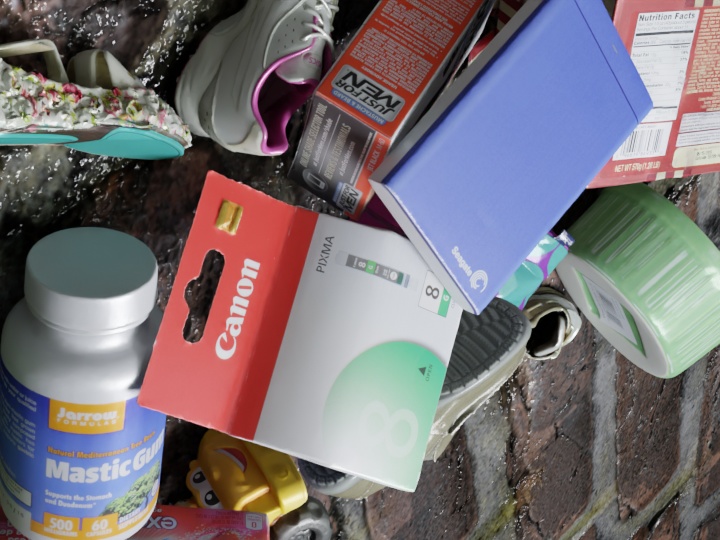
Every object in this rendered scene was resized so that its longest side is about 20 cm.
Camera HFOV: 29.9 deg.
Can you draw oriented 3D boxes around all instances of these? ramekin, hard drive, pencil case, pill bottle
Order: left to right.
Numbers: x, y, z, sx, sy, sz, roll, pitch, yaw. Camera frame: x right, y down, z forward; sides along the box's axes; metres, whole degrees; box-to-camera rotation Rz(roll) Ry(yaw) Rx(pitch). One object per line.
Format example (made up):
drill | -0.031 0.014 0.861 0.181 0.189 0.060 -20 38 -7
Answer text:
pill bottle | -0.182 0.077 0.894 0.112 0.112 0.201 -22 136 -39
pencil case | 0.112 0.033 1.251 0.092 0.085 0.201 33 93 -28
hard drive | 0.106 -0.086 0.900 0.200 0.025 0.132 -48 128 -13
ramekin | 0.285 0.013 1.360 0.098 0.200 0.200 -40 145 -7

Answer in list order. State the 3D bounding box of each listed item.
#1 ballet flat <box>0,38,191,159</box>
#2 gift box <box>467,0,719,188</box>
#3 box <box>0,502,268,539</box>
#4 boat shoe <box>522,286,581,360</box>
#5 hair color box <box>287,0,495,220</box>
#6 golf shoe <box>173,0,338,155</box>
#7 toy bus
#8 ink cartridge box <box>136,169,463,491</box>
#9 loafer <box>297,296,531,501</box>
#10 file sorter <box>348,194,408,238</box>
ballet flat | -0.172 -0.102 0.794 0.199 0.075 0.064 -1 87 -57
gift box | 0.199 -0.170 1.062 0.183 0.187 0.201 -4 122 -23
box | -0.169 0.236 0.966 0.198 0.095 0.103 6 124 -10
boat shoe | 0.178 0.060 1.375 0.199 0.068 0.075 7 114 -54
hair color box | 0.031 -0.145 0.931 0.200 0.064 0.111 -56 176 -28
golf shoe | -0.040 -0.164 0.880 0.075 0.091 0.201 20 101 -54
toy bus | -0.129 0.231 1.104 0.191 0.136 0.201 -20 134 -19
ink cartridge box | -0.029 0.041 0.884 0.199 0.050 0.162 23 77 -34
loafer | 0.043 0.096 0.992 0.200 0.075 0.070 -37 145 -3
file sorter | 0.000 0.000 1.033 0.125 0.139 0.201 18 104 -54
